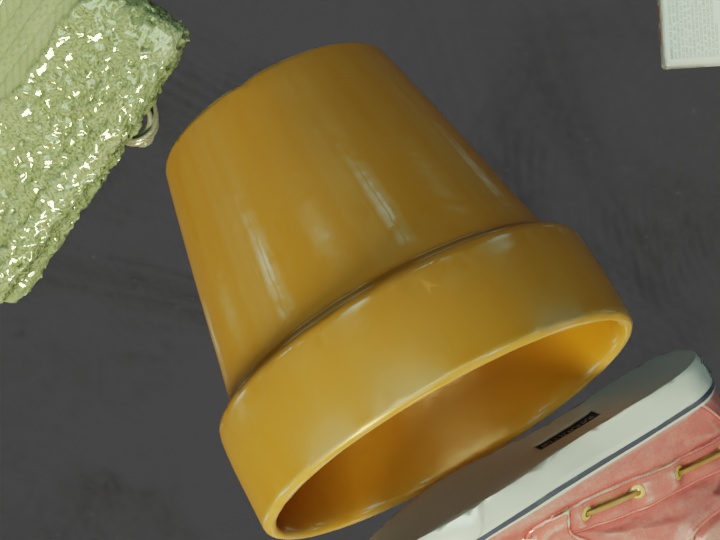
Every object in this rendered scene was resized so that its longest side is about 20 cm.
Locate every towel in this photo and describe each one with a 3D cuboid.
[{"bbox_3d":[-0.188,-0.085,1.088,0.148,0.036,0.200,40,111,1],"label":"towel"}]

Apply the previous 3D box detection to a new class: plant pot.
[{"bbox_3d":[0.000,0.000,1.035,0.200,0.200,0.184,-31,74,4],"label":"plant pot"}]

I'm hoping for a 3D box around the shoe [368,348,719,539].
[{"bbox_3d":[0.103,0.127,1.064,0.199,0.071,0.091,-30,101,-7],"label":"shoe"}]

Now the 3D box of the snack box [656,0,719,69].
[{"bbox_3d":[0.183,-0.205,1.091,0.071,0.024,0.201,-3,91,5],"label":"snack box"}]

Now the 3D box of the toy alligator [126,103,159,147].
[{"bbox_3d":[-0.134,-0.163,1.097,0.059,0.054,0.201,-11,90,4],"label":"toy alligator"}]
